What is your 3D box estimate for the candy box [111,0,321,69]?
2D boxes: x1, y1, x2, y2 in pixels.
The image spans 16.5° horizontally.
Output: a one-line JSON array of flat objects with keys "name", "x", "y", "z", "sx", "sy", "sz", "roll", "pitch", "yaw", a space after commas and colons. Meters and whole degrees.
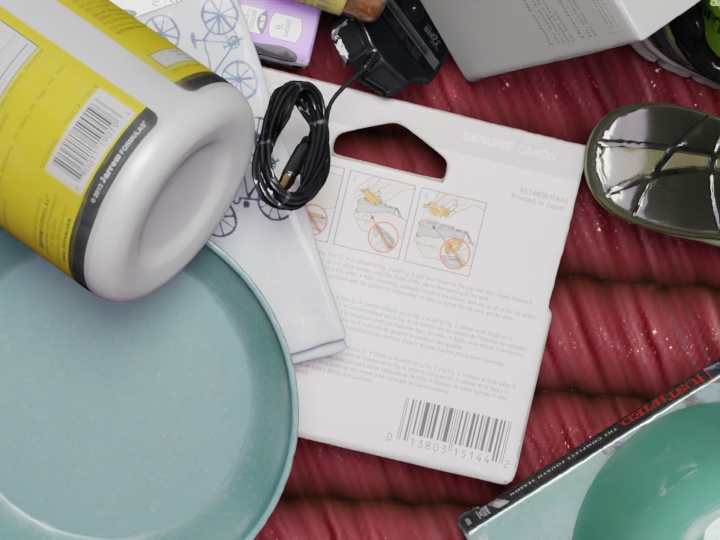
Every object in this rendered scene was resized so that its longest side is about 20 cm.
[{"name": "candy box", "x": -0.104, "y": -0.205, "z": 1.230, "sx": 0.198, "sy": 0.072, "sz": 0.169, "roll": 13, "pitch": 92, "yaw": -5}]

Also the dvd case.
[{"name": "dvd case", "x": 0.168, "y": 0.136, "z": 1.274, "sx": 0.199, "sy": 0.022, "sz": 0.147, "roll": -31, "pitch": 107, "yaw": -4}]

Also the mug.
[{"name": "mug", "x": 0.182, "y": 0.167, "z": 1.213, "sx": 0.151, "sy": 0.114, "sz": 0.186, "roll": 22, "pitch": 98, "yaw": -16}]

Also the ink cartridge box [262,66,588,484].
[{"name": "ink cartridge box", "x": 0.000, "y": 0.000, "z": 1.260, "sx": 0.198, "sy": 0.045, "sz": 0.178, "roll": 14, "pitch": 93, "yaw": -5}]

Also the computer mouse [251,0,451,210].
[{"name": "computer mouse", "x": -0.008, "y": -0.091, "z": 1.208, "sx": 0.034, "sy": 0.200, "sz": 0.059, "roll": -22, "pitch": 111, "yaw": 40}]

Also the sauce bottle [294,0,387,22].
[{"name": "sauce bottle", "x": -0.076, "y": -0.175, "z": 1.165, "sx": 0.198, "sy": 0.066, "sz": 0.067, "roll": 18, "pitch": 91, "yaw": -8}]

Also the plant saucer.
[{"name": "plant saucer", "x": -0.126, "y": 0.062, "z": 1.199, "sx": 0.198, "sy": 0.036, "sz": 0.202, "roll": 1, "pitch": 102, "yaw": 4}]

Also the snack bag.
[{"name": "snack bag", "x": -0.125, "y": -0.023, "z": 1.211, "sx": 0.198, "sy": 0.021, "sz": 0.190, "roll": -16, "pitch": 100, "yaw": 8}]

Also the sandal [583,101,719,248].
[{"name": "sandal", "x": 0.204, "y": -0.035, "z": 1.265, "sx": 0.200, "sy": 0.057, "sz": 0.080, "roll": 21, "pitch": 81, "yaw": -11}]

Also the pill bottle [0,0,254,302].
[{"name": "pill bottle", "x": -0.154, "y": -0.082, "z": 1.125, "sx": 0.199, "sy": 0.112, "sz": 0.112, "roll": 35, "pitch": 90, "yaw": 17}]

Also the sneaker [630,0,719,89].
[{"name": "sneaker", "x": 0.230, "y": -0.106, "z": 1.249, "sx": 0.199, "sy": 0.087, "sz": 0.074, "roll": 21, "pitch": 91, "yaw": -6}]

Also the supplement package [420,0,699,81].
[{"name": "supplement package", "x": 0.102, "y": -0.175, "z": 1.166, "sx": 0.117, "sy": 0.200, "sz": 0.117, "roll": -36, "pitch": 102, "yaw": -18}]
